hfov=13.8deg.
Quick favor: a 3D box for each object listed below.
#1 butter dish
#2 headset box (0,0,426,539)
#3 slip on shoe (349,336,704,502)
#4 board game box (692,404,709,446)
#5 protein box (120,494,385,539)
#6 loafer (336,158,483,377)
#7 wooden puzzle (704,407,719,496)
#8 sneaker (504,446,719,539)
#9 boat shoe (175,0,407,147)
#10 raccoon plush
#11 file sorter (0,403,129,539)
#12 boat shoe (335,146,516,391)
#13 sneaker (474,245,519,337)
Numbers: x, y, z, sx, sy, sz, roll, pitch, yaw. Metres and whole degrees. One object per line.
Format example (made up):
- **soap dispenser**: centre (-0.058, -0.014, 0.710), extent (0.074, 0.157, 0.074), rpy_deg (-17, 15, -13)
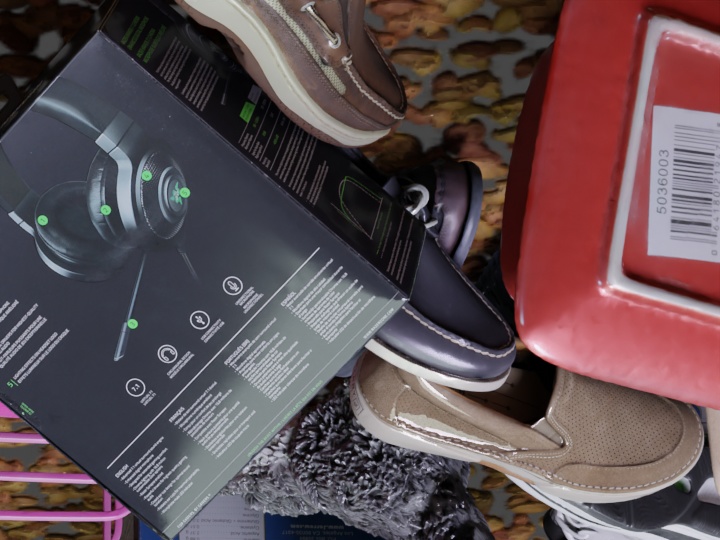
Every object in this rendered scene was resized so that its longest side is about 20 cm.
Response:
- **butter dish**: centre (0.141, -0.035, 1.424), extent (0.199, 0.201, 0.148), rpy_deg (15, 170, -27)
- **headset box**: centre (-0.102, -0.009, 1.372), extent (0.200, 0.093, 0.174), rpy_deg (40, 111, -10)
- **slip on shoe**: centre (0.095, 0.068, 1.547), extent (0.199, 0.076, 0.061), rpy_deg (15, 149, -19)
- **board game box**: centre (0.249, 0.089, 1.739), extent (0.200, 0.062, 0.200), rpy_deg (-21, 144, 33)
- **protein box**: centre (-0.043, 0.217, 1.800), extent (0.198, 0.201, 0.135), rpy_deg (2, 151, -9)
- **loafer**: centre (0.000, 0.000, 1.556), extent (0.063, 0.072, 0.200), rpy_deg (13, 150, -18)
- **wooden puzzle**: centre (0.258, 0.010, 1.486), extent (0.184, 0.201, 0.037), rpy_deg (-7, 176, 9)
- **sneaker**: centre (0.125, 0.132, 1.678), extent (0.200, 0.076, 0.115), rpy_deg (21, 145, -36)
- **boat shoe**: centre (-0.022, -0.121, 1.334), extent (0.075, 0.075, 0.202), rpy_deg (-27, 146, 19)
- **raccoon plush**: centre (-0.010, 0.136, 1.676), extent (0.134, 0.200, 0.097), rpy_deg (-34, 131, 14)
- **file sorter**: centre (-0.184, 0.079, 1.619), extent (0.139, 0.126, 0.200), rpy_deg (4, 150, -13)
- **boat shoe**: centre (0.003, -0.020, 1.451), extent (0.200, 0.073, 0.063), rpy_deg (40, 123, -2)
- **sneaker**: centre (0.105, 0.022, 1.621), extent (0.078, 0.066, 0.200), rpy_deg (-14, 156, -38)
